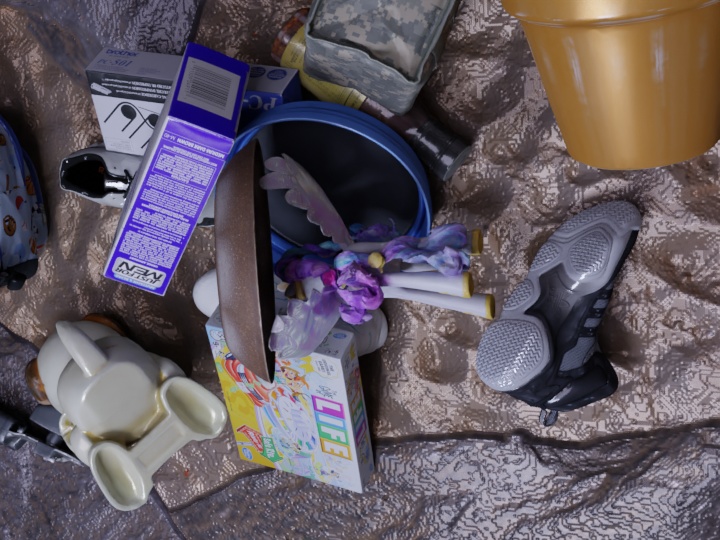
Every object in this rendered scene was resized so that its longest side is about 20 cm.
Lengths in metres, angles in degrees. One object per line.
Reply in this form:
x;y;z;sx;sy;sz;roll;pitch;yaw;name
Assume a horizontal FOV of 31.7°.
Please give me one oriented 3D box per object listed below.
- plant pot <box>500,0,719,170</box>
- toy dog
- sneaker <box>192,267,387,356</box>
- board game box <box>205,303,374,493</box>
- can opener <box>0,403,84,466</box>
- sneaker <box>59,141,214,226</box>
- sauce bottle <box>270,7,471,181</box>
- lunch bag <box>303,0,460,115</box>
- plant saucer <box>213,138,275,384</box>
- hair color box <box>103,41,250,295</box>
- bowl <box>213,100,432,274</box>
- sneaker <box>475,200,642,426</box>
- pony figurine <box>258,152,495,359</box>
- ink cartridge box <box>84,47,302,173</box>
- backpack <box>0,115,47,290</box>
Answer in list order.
0.214;-0.185;0.991;0.200;0.200;0.183;-2;116;22;plant pot
-0.260;0.119;1.250;0.140;0.200;0.194;-51;120;-9;toy dog
-0.078;0.039;1.208;0.200;0.080;0.071;13;108;21;sneaker
-0.063;0.121;1.188;0.134;0.034;0.200;12;138;20;board game box
-0.378;0.158;1.381;0.200;0.053;0.067;22;76;17;can opener
-0.203;-0.080;1.234;0.200;0.080;0.074;8;102;19;sneaker
0.011;-0.156;1.140;0.200;0.066;0.066;39;113;8;sauce bottle
0.038;-0.243;1.028;0.117;0.164;0.200;23;87;-2;lunch bag
-0.094;-0.007;1.035;0.037;0.200;0.201;-3;101;0;plant saucer
-0.162;-0.086;1.112;0.065;0.109;0.200;21;132;-14;hair color box
-0.032;-0.066;1.141;0.200;0.039;0.201;9;133;9;bowl
0.192;0.041;1.102;0.114;0.075;0.200;43;82;-33;sneaker
0.000;0.000;1.055;0.200;0.193;0.167;0;79;16;pony figurine
-0.151;-0.148;1.176;0.200;0.044;0.094;10;134;18;ink cartridge box
-0.415;-0.077;1.282;0.200;0.154;0.191;-1;109;16;backpack
